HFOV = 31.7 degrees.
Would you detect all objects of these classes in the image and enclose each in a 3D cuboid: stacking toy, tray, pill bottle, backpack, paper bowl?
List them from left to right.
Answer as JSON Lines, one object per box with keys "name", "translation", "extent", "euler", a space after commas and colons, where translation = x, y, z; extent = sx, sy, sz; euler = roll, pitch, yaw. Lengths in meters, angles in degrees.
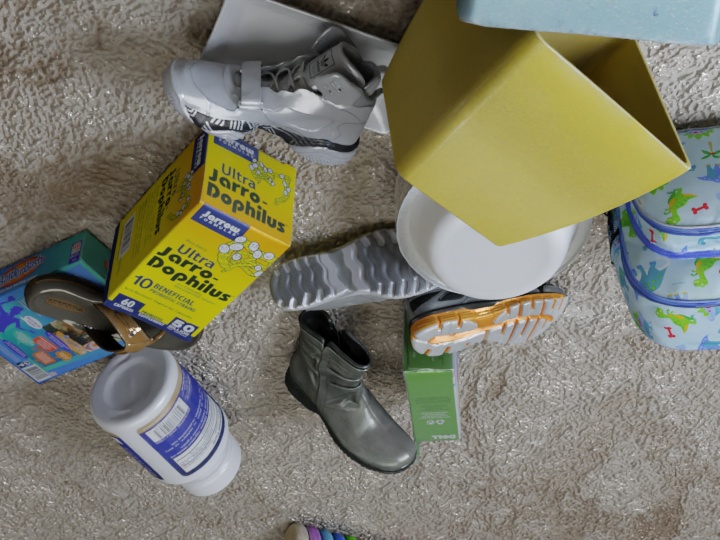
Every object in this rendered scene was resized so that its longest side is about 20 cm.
{"name": "pill bottle", "translation": [-0.232, 0.191, 1.559], "extent": [0.118, 0.121, 0.201], "euler": [-15, 138, 18]}
{"name": "tray", "translation": [-0.043, -0.196, 1.167], "extent": [0.197, 0.022, 0.108], "euler": [16, 139, -18]}
{"name": "stacking toy", "translation": [-0.015, 0.429, 1.874], "extent": [0.197, 0.086, 0.086], "euler": [12, 139, -19]}
{"name": "paper bowl", "translation": [0.133, -0.052, 1.261], "extent": [0.197, 0.105, 0.203], "euler": [0, 135, 0]}
{"name": "backpack", "translation": [0.328, -0.034, 1.213], "extent": [0.180, 0.202, 0.148], "euler": [-7, 140, 10]}

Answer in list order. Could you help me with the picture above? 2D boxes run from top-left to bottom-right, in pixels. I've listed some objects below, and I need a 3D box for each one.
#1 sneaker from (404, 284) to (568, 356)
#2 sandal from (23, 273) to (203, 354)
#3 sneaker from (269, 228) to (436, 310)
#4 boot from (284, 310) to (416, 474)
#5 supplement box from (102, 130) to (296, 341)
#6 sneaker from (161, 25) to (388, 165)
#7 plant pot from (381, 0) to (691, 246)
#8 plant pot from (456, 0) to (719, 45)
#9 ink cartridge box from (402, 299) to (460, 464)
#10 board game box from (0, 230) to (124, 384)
{"name": "sneaker", "translation": [0.140, 0.036, 1.405], "extent": [0.197, 0.078, 0.079], "euler": [-6, 140, -22]}
{"name": "sandal", "translation": [-0.270, 0.057, 1.380], "extent": [0.197, 0.055, 0.082], "euler": [18, 136, -20]}
{"name": "sneaker", "translation": [0.000, 0.000, 1.383], "extent": [0.196, 0.076, 0.082], "euler": [-7, 175, 2]}
{"name": "boot", "translation": [-0.008, 0.142, 1.472], "extent": [0.199, 0.068, 0.131], "euler": [39, 144, 15]}
{"name": "supplement box", "translation": [-0.165, -0.035, 1.294], "extent": [0.108, 0.111, 0.200], "euler": [25, 134, -27]}
{"name": "sneaker", "translation": [-0.070, -0.169, 1.128], "extent": [0.197, 0.076, 0.115], "euler": [16, 138, -25]}
{"name": "plant pot", "translation": [0.128, -0.142, 1.066], "extent": [0.199, 0.202, 0.176], "euler": [32, 122, -32]}
{"name": "plant pot", "translation": [0.175, -0.307, 0.909], "extent": [0.193, 0.197, 0.202], "euler": [5, 132, -4]}
{"name": "ink cartridge box", "translation": [0.087, 0.133, 1.493], "extent": [0.058, 0.105, 0.201], "euler": [-3, 140, 6]}
{"name": "board game box", "translation": [-0.341, 0.046, 1.445], "extent": [0.198, 0.045, 0.152], "euler": [-21, 135, 24]}
